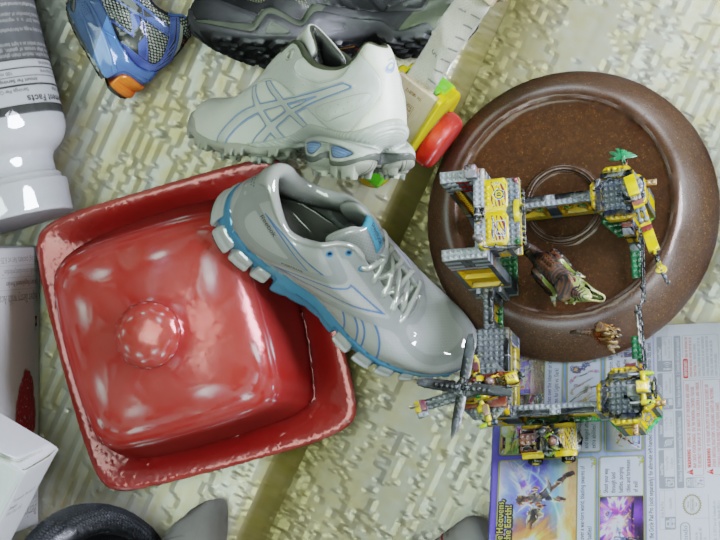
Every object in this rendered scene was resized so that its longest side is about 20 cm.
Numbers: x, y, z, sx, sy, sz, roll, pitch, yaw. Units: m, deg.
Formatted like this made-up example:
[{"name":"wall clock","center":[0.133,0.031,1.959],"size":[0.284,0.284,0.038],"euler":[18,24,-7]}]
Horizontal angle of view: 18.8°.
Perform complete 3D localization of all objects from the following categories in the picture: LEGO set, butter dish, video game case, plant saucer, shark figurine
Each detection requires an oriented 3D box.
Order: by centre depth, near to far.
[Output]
[{"name":"LEGO set","center":[0.116,0.013,1.351],"size":[0.153,0.116,0.201],"euler":[3,76,17]},{"name":"video game case","center":[0.175,0.125,1.400],"size":[0.180,0.046,0.201],"euler":[-2,49,9]},{"name":"plant saucer","center":[0.137,-0.041,1.442],"size":[0.199,0.034,0.202],"euler":[-4,75,15]},{"name":"butter dish","center":[-0.126,0.040,1.459],"size":[0.198,0.148,0.201],"euler":[-16,88,11]},{"name":"shark figurine","center":[-0.111,0.265,1.459],"size":[0.089,0.128,0.216],"euler":[-4,86,34]}]

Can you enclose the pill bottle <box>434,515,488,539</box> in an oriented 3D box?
[{"name":"pill bottle","center":[0.031,0.263,1.451],"size":[0.200,0.112,0.113],"euler":[-38,84,9]}]

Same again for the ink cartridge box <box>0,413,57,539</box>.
[{"name":"ink cartridge box","center":[-0.306,0.169,1.404],"size":[0.144,0.085,0.201],"euler":[29,100,6]}]

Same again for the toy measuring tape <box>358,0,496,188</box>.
[{"name":"toy measuring tape","center":[0.049,-0.129,1.441],"size":[0.073,0.074,0.200],"euler":[40,131,8]}]

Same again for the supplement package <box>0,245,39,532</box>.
[{"name":"supplement package","center":[-0.295,0.083,1.503],"size":[0.119,0.121,0.202],"euler":[1,92,10]}]

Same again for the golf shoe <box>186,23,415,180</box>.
[{"name":"golf shoe","center":[-0.039,-0.115,1.444],"size":[0.199,0.078,0.098],"euler":[9,101,44]}]

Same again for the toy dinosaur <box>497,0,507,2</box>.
[{"name":"toy dinosaur","center":[0.044,-0.268,1.427],"size":[0.136,0.102,0.200],"euler":[-44,97,-3]}]

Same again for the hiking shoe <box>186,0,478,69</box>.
[{"name":"hiking shoe","center":[-0.020,-0.194,1.483],"size":[0.198,0.076,0.101],"euler":[-3,79,3]}]

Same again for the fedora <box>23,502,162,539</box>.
[{"name":"fedora","center":[-0.208,0.258,1.492],"size":[0.091,0.200,0.202],"euler":[1,91,43]}]

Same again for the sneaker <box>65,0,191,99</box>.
[{"name":"sneaker","center":[-0.183,-0.222,1.512],"size":[0.078,0.075,0.201],"euler":[-29,94,1]}]

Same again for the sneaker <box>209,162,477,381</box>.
[{"name":"sneaker","center":[0.000,0.000,1.410],"size":[0.199,0.087,0.075],"euler":[32,56,-13]}]

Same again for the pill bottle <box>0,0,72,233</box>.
[{"name":"pill bottle","center":[-0.269,-0.128,1.499],"size":[0.115,0.116,0.201],"euler":[-15,88,10]}]
